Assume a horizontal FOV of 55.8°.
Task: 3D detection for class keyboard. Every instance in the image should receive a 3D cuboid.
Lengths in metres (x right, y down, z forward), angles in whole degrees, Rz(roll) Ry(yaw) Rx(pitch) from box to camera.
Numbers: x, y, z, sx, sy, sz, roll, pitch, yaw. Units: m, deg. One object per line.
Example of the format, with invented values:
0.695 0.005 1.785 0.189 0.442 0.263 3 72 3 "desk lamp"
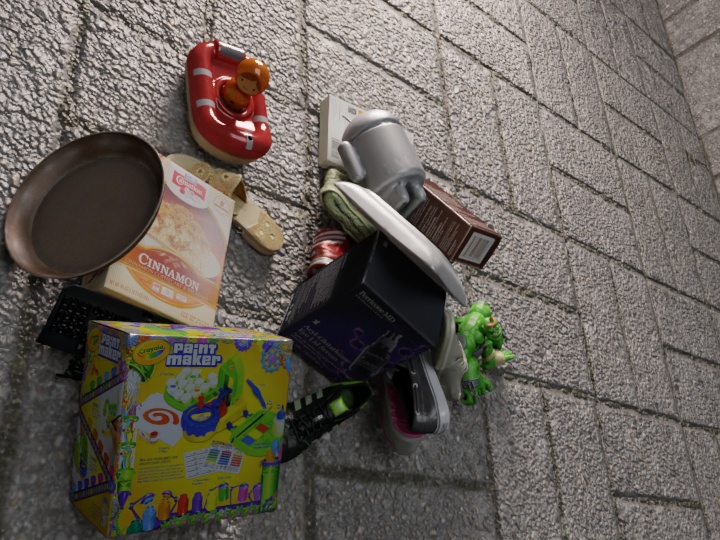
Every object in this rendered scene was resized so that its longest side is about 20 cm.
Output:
-0.263 0.099 0.780 0.198 0.040 0.106 27 95 -34 "keyboard"

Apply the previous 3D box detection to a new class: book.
0.012 -0.220 1.246 0.197 0.048 0.137 19 61 -35 "book"

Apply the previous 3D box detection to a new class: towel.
0.010 -0.082 1.139 0.200 0.036 0.149 44 19 -15 "towel"

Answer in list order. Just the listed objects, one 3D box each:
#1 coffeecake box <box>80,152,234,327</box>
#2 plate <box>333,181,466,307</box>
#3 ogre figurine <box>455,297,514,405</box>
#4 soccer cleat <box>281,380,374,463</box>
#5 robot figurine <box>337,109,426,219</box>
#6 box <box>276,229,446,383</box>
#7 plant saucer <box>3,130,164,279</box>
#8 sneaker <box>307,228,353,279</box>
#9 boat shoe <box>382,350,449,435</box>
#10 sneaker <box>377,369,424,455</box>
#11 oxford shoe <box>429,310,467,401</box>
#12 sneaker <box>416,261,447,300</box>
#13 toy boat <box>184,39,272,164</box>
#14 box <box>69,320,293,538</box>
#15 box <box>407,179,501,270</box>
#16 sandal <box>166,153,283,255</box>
-0.251 -0.028 0.861 0.152 0.072 0.205 31 50 -39 "coffeecake box"
0.067 -0.041 0.961 0.200 0.032 0.199 44 1 26 "plate"
0.210 0.137 1.222 0.199 0.097 0.122 -37 114 -32 "ogre figurine"
-0.062 0.199 0.932 0.198 0.080 0.069 -24 85 -46 "soccer cleat"
0.037 -0.184 1.141 0.167 0.113 0.203 -7 64 -43 "robot figurine"
0.002 0.061 0.975 0.147 0.199 0.106 39 44 -20 "box"
-0.312 -0.073 0.785 0.032 0.195 0.205 67 23 -58 "plant saucer"
0.000 0.000 1.099 0.199 0.077 0.118 38 40 -36 "sneaker"
0.066 0.152 0.995 0.065 0.071 0.203 1 46 -22 "boat shoe"
0.060 0.200 1.058 0.079 0.090 0.202 11 36 -6 "sneaker"
0.132 0.130 1.012 0.056 0.203 0.076 1 48 3 "oxford shoe"
0.106 0.054 1.128 0.075 0.204 0.092 3 35 4 "sneaker"
-0.182 -0.265 1.018 0.128 0.130 0.205 6 65 -41 "toy boat"
-0.193 0.163 0.750 0.197 0.120 0.198 8 88 -41 "box"
0.142 -0.091 1.194 0.099 0.076 0.200 14 26 -45 "box"
-0.182 -0.111 0.983 0.211 0.069 0.079 41 44 -21 "sandal"
